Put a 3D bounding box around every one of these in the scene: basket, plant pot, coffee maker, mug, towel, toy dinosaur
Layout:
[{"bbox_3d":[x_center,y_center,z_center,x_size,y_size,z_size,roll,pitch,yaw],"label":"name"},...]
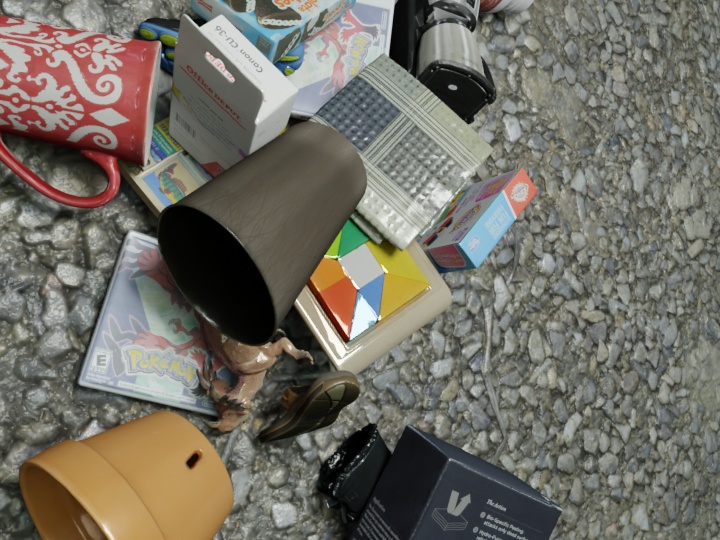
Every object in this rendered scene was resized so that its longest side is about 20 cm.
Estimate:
[{"bbox_3d":[-0.088,-0.053,0.646,0.200,0.135,0.181,-52,152,-37],"label":"basket"},{"bbox_3d":[-0.225,0.240,0.639,0.140,0.199,0.201,-32,101,-45],"label":"plant pot"},{"bbox_3d":[0.090,-0.297,0.897,0.135,0.191,0.202,37,45,-44],"label":"coffee maker"},{"bbox_3d":[-0.317,-0.171,0.638,0.198,0.133,0.179,9,69,-18],"label":"mug"},{"bbox_3d":[0.038,-0.145,0.770,0.200,0.035,0.193,42,72,4],"label":"towel"},{"bbox_3d":[-0.148,0.083,0.730,0.135,0.086,0.201,-25,93,-23],"label":"toy dinosaur"}]

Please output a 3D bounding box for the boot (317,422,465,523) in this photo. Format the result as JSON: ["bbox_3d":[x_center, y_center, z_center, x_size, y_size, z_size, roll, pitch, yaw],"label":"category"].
[{"bbox_3d":[0.048,0.275,0.851,0.198,0.073,0.163,-43,109,-20],"label":"boot"}]

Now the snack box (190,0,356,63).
[{"bbox_3d":[-0.096,-0.332,0.757,0.116,0.037,0.200,36,50,3],"label":"snack box"}]

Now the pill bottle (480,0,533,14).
[{"bbox_3d":[0.184,-0.476,0.987,0.199,0.112,0.113,6,82,-30],"label":"pill bottle"}]

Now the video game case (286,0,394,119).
[{"bbox_3d":[-0.051,-0.299,0.842,0.181,0.023,0.202,8,80,-10],"label":"video game case"}]

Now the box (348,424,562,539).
[{"bbox_3d":[0.111,0.333,0.782,0.196,0.117,0.201,30,86,-23],"label":"box"}]

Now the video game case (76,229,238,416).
[{"bbox_3d":[-0.209,0.070,0.752,0.199,0.023,0.184,20,75,-27],"label":"video game case"}]

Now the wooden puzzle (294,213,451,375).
[{"bbox_3d":[0.000,0.000,0.752,0.184,0.037,0.201,-32,89,-26],"label":"wooden puzzle"}]

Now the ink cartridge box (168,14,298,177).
[{"bbox_3d":[-0.138,-0.180,0.669,0.116,0.200,0.068,44,62,1],"label":"ink cartridge box"}]

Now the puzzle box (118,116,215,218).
[{"bbox_3d":[-0.183,-0.096,0.748,0.133,0.025,0.200,-39,86,-28],"label":"puzzle box"}]

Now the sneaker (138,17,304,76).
[{"bbox_3d":[-0.169,-0.284,0.773,0.198,0.071,0.083,0,63,-8],"label":"sneaker"}]

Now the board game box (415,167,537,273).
[{"bbox_3d":[0.124,-0.058,0.857,0.040,0.200,0.153,50,65,-16],"label":"board game box"}]

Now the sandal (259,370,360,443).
[{"bbox_3d":[-0.065,0.154,0.738,0.081,0.200,0.055,-4,61,-29],"label":"sandal"}]
